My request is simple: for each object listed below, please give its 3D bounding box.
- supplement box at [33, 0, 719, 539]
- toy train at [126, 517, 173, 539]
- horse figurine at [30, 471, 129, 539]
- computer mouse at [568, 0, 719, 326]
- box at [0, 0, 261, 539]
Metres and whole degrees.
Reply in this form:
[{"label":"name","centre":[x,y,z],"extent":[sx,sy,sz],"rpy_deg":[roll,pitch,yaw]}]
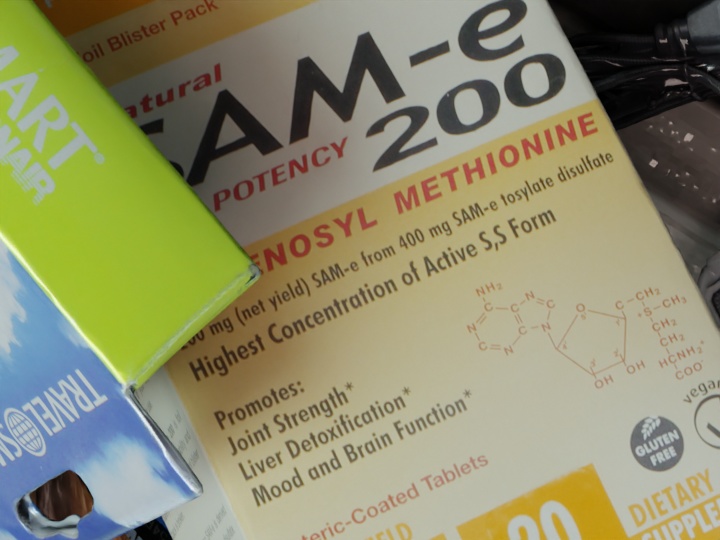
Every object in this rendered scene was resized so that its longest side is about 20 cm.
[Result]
[{"label":"supplement box","centre":[0.000,0.000,0.690],"extent":[0.125,0.074,0.201],"rpy_deg":[-24,78,-17]},{"label":"toy train","centre":[-0.057,0.139,0.808],"extent":[0.114,0.087,0.200],"rpy_deg":[-31,105,28]},{"label":"horse figurine","centre":[-0.105,0.117,0.732],"extent":[0.132,0.050,0.200],"rpy_deg":[39,125,-3]},{"label":"computer mouse","centre":[0.126,0.016,0.782],"extent":[0.109,0.044,0.201],"rpy_deg":[-20,103,12]},{"label":"box","centre":[-0.105,-0.031,0.618],"extent":[0.200,0.048,0.122],"rpy_deg":[51,151,-5]}]
